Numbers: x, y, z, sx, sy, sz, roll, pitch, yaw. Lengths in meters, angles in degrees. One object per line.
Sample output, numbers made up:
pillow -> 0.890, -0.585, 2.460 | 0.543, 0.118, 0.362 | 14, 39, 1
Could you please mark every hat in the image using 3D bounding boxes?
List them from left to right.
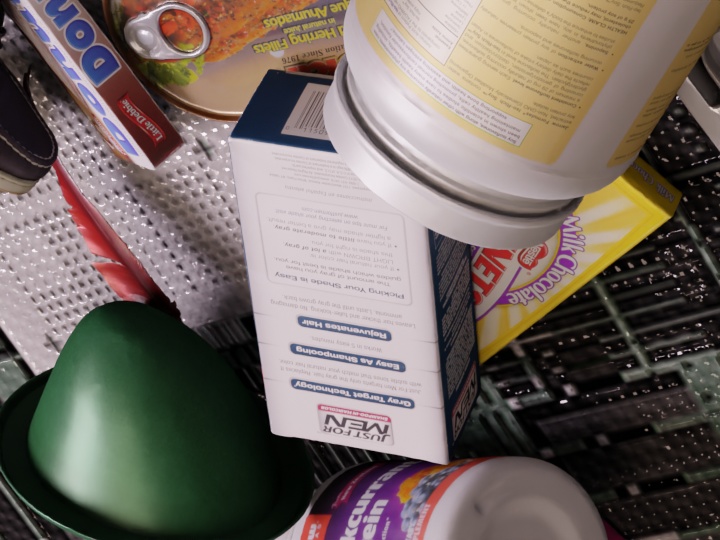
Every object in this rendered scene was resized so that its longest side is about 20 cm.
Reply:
hat -> -0.106, 0.029, 1.385 | 0.200, 0.166, 0.176 | 13, 123, -1

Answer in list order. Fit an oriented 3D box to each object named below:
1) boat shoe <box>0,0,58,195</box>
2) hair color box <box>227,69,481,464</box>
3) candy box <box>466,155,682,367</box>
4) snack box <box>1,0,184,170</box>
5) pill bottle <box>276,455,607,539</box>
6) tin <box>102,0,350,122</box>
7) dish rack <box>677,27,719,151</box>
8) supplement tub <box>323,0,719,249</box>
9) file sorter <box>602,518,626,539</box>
boat shoe -> -0.208, -0.121, 1.320 | 0.065, 0.072, 0.200 | -29, 119, 17
hair color box -> 0.000, 0.000, 1.324 | 0.100, 0.061, 0.200 | 9, 133, 17
candy box -> 0.061, -0.016, 1.345 | 0.102, 0.026, 0.200 | 38, 134, -11
snack box -> -0.164, -0.137, 1.335 | 0.200, 0.024, 0.072 | 53, 167, -19
pill bottle -> 0.031, 0.156, 1.416 | 0.111, 0.111, 0.200 | 51, 152, -18
tin -> -0.033, -0.134, 1.289 | 0.200, 0.042, 0.112 | -9, 118, 32
dish rack -> 0.252, -0.088, 1.179 | 0.200, 0.044, 0.172 | -26, 111, 39
supplement tub -> 0.080, -0.123, 1.147 | 0.145, 0.145, 0.200 | 31, 122, 0
file sorter -> 0.098, 0.259, 1.482 | 0.139, 0.125, 0.200 | 42, 133, -10
